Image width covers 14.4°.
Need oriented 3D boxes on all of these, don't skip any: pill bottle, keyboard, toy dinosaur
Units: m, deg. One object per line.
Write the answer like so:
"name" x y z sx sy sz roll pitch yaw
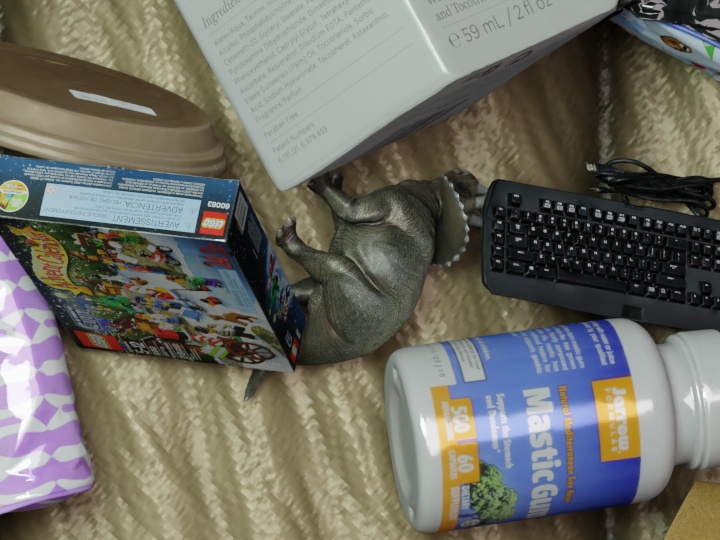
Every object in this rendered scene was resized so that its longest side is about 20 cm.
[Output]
"pill bottle" 0.121 0.088 1.690 0.199 0.112 0.112 -8 85 -8
"keyboard" 0.168 -0.023 1.718 0.199 0.040 0.104 9 66 -22
"toy dinosaur" 0.000 0.000 1.702 0.102 0.077 0.200 33 76 10

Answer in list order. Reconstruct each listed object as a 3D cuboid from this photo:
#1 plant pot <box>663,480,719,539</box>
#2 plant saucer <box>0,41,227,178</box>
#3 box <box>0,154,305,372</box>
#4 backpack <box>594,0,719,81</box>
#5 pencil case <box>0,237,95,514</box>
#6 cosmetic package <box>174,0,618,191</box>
"plant pot" 0.265 0.211 1.676 0.200 0.186 0.187 27 80 9
"plant saucer" -0.169 -0.095 1.626 0.200 0.200 0.030 16 102 -6
"box" -0.116 -0.001 1.604 0.136 0.200 0.038 6 69 13
"backpack" 0.251 -0.187 1.722 0.190 0.154 0.200 30 86 4
"pencil case" -0.216 0.047 1.659 0.085 0.084 0.201 -14 85 -30
"cosmetic package" 0.005 -0.184 1.647 0.167 0.166 0.200 -27 87 -44
